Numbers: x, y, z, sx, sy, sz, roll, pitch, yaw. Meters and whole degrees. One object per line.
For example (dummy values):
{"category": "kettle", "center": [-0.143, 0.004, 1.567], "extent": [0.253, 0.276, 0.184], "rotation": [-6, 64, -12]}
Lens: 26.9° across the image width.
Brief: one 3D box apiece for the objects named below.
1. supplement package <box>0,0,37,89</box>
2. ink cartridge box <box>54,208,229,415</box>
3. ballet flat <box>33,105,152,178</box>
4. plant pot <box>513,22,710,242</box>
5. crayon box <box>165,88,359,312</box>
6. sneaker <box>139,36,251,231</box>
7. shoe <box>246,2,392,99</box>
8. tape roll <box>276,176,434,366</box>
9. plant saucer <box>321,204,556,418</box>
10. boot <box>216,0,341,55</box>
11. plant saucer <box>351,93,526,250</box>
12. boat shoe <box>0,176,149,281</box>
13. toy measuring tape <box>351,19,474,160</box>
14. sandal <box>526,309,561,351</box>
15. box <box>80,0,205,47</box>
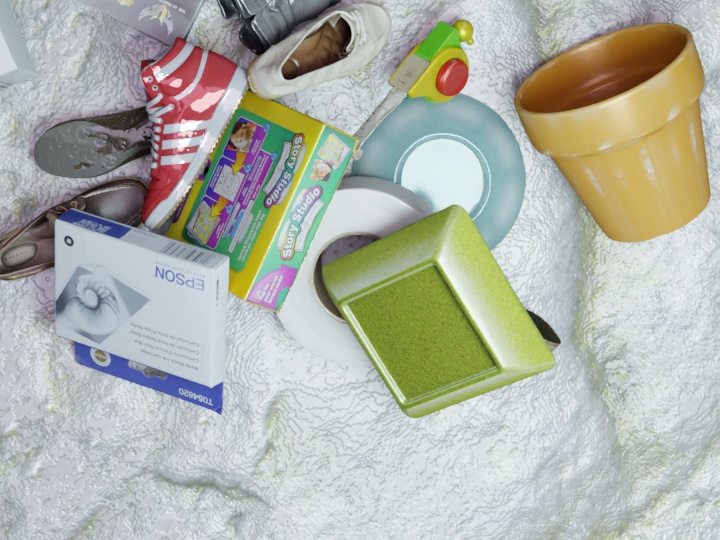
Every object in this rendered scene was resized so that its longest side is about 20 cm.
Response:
{"category": "supplement package", "center": [-0.467, -0.240, 1.573], "extent": [0.199, 0.151, 0.153], "rotation": [-22, 96, -2]}
{"category": "ink cartridge box", "center": [-0.234, 0.052, 1.598], "extent": [0.199, 0.041, 0.201], "rotation": [16, 122, 20]}
{"category": "ballet flat", "center": [-0.261, -0.150, 1.656], "extent": [0.199, 0.046, 0.068], "rotation": [-17, 105, 3]}
{"category": "plant pot", "center": [0.291, -0.140, 1.631], "extent": [0.199, 0.200, 0.184], "rotation": [-27, 113, -1]}
{"category": "crayon box", "center": [-0.110, -0.080, 1.607], "extent": [0.058, 0.172, 0.201], "rotation": [21, 95, -44]}
{"category": "sneaker", "center": [-0.209, -0.149, 1.596], "extent": [0.112, 0.071, 0.201], "rotation": [29, 92, -14]}
{"category": "shoe", "center": [-0.032, -0.237, 1.612], "extent": [0.200, 0.053, 0.070], "rotation": [-34, 98, -33]}
{"category": "tape roll", "center": [0.000, 0.000, 1.651], "extent": [0.201, 0.071, 0.204], "rotation": [2, 106, 6]}
{"category": "plant saucer", "center": [0.069, 0.057, 1.559], "extent": [0.199, 0.048, 0.201], "rotation": [-25, 102, 36]}
{"category": "boot", "center": [-0.107, -0.339, 1.595], "extent": [0.131, 0.070, 0.201], "rotation": [-38, 109, -24]}
{"category": "plant saucer", "center": [0.090, -0.100, 1.684], "extent": [0.200, 0.039, 0.202], "rotation": [0, 95, -3]}
{"category": "boat shoe", "center": [-0.319, -0.042, 1.643], "extent": [0.199, 0.072, 0.072], "rotation": [-22, 97, -2]}
{"category": "toy measuring tape", "center": [0.061, -0.191, 1.654], "extent": [0.073, 0.074, 0.200], "rotation": [39, 86, -7]}
{"category": "sandal", "center": [0.139, 0.071, 1.647], "extent": [0.070, 0.078, 0.211], "rotation": [-47, 142, 17]}
{"category": "box", "center": [-0.250, -0.352, 1.630], "extent": [0.199, 0.048, 0.159], "rotation": [27, 93, -6]}
